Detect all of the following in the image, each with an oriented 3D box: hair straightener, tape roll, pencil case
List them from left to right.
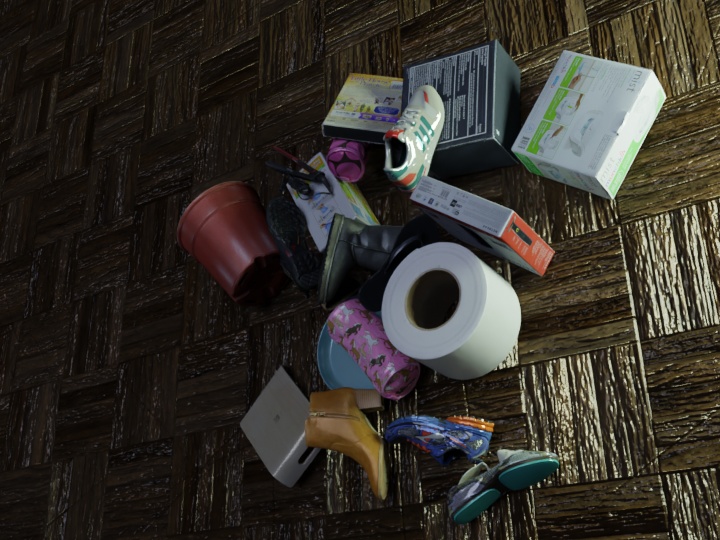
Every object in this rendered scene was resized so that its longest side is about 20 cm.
[{"bbox_3d":[-0.125,-0.178,1.671,0.199,0.041,0.077,33,91,39],"label":"hair straightener"},{"bbox_3d":[-0.009,-0.255,1.676,0.090,0.094,0.201,18,43,3],"label":"pencil case"},{"bbox_3d":[0.022,0.139,1.503,0.200,0.082,0.087,45,142,39],"label":"pencil case"},{"bbox_3d":[0.153,0.070,1.434,0.201,0.139,0.205,-14,64,30],"label":"tape roll"}]

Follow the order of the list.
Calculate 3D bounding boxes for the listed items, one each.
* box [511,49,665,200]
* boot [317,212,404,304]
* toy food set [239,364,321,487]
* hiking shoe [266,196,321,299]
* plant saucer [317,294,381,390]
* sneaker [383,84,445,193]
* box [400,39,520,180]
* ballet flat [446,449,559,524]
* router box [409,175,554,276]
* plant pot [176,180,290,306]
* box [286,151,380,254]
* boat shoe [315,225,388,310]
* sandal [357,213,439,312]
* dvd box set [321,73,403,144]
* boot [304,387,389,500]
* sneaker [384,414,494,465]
[{"bbox_3d":[0.384,-0.249,1.433,0.176,0.096,0.202,26,86,39],"label":"box"},{"bbox_3d":[0.030,-0.007,1.547,0.073,0.198,0.184,-165,90,-81],"label":"boot"},{"bbox_3d":[-0.140,0.291,1.611,0.144,0.060,0.200,-53,42,5],"label":"toy food set"},{"bbox_3d":[-0.139,-0.043,1.644,0.202,0.075,0.101,68,154,18],"label":"hiking shoe"},{"bbox_3d":[0.006,0.141,1.583,0.198,0.027,0.203,-15,62,30],"label":"plant saucer"},{"bbox_3d":[0.088,-0.243,1.490,0.070,0.093,0.202,8,79,36],"label":"sneaker"},{"bbox_3d":[0.187,-0.290,1.575,0.196,0.123,0.203,-8,68,34],"label":"box"},{"bbox_3d":[0.215,0.321,1.330,0.199,0.072,0.073,-36,54,16],"label":"ballet flat"},{"bbox_3d":[0.207,-0.076,1.432,0.199,0.179,0.049,28,87,40],"label":"router box"},{"bbox_3d":[-0.246,-0.044,1.749,0.201,0.200,0.196,-46,59,10],"label":"plant pot"},{"bbox_3d":[-0.049,-0.119,1.677,0.101,0.112,0.201,-41,52,16],"label":"box"},{"bbox_3d":[0.000,0.000,1.610,0.200,0.071,0.065,-44,35,15],"label":"boat shoe"},{"bbox_3d":[0.075,-0.010,1.496,0.201,0.076,0.043,-54,5,-5],"label":"sandal"},{"bbox_3d":[0.021,-0.316,1.647,0.144,0.030,0.201,9,43,11],"label":"dvd box set"},{"bbox_3d":[-0.025,0.303,1.478,0.142,0.071,0.204,-9,63,9],"label":"boot"},{"bbox_3d":[0.125,0.282,1.408,0.198,0.075,0.079,-7,70,35],"label":"sneaker"}]
